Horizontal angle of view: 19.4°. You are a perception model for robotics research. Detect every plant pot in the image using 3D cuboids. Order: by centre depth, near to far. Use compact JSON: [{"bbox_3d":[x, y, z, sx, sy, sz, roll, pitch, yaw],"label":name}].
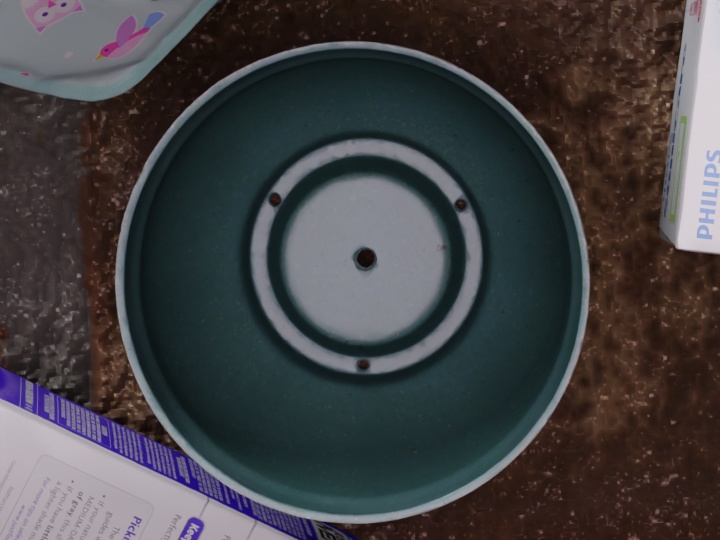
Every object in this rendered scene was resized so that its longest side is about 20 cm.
[{"bbox_3d":[0.000,0.000,0.943,0.198,0.134,0.202,0,95,3],"label":"plant pot"}]

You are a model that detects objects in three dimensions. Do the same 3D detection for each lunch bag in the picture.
[{"bbox_3d":[-0.088,-0.165,0.877,0.170,0.200,0.122,-40,92,28],"label":"lunch bag"}]

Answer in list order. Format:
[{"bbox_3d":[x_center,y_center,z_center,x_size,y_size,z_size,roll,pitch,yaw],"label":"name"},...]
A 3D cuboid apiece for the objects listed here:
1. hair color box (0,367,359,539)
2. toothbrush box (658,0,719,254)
[{"bbox_3d":[-0.105,0.139,0.976,0.199,0.065,0.110,27,96,-11],"label":"hair color box"},{"bbox_3d":[0.244,-0.072,0.950,0.198,0.086,0.147,7,95,3],"label":"toothbrush box"}]
